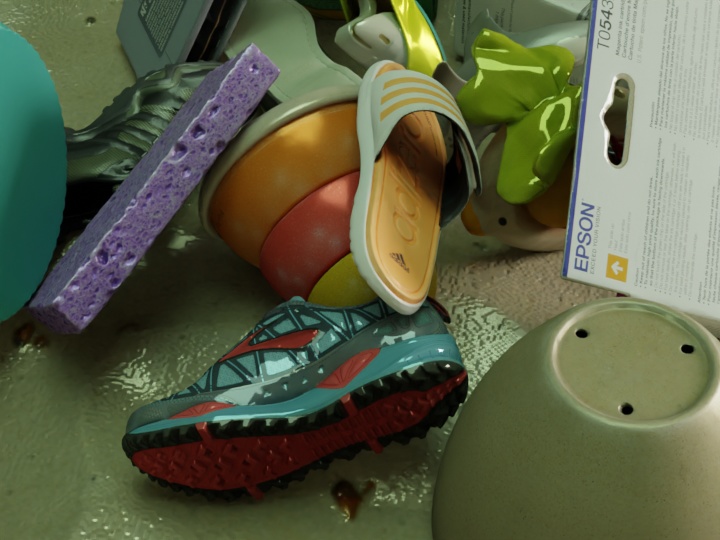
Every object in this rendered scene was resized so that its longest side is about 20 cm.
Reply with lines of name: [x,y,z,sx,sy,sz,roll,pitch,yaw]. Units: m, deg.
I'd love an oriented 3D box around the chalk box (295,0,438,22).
chalk box: [0.009,-0.278,1.218,0.197,0.125,0.125,2,60,5]

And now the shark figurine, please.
shark figurine: [0.115,-0.146,1.036,0.213,0.128,0.090,-25,50,8]

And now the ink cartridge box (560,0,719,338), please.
ink cartridge box: [0.203,-0.063,0.904,0.198,0.043,0.199,14,74,-18]

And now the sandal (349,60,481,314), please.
sandal: [0.040,-0.057,0.903,0.059,0.079,0.208,-32,32,27]

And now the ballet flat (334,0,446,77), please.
ballet flat: [0.002,-0.195,1.114,0.066,0.202,0.067,-10,14,47]

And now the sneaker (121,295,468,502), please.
sneaker: [-0.040,0.065,0.889,0.198,0.080,0.096,-15,48,2]

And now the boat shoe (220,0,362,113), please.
boat shoe: [-0.046,-0.136,1.133,0.072,0.061,0.202,-29,48,-12]

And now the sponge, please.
sponge: [-0.130,-0.047,0.961,0.030,0.111,0.201,40,76,-14]

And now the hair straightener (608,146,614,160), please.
hair straightener: [0.214,-0.075,1.079,0.198,0.041,0.077,19,64,28]

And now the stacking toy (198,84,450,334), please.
stacking toy: [0.000,0.000,0.968,0.145,0.147,0.201,-22,66,-21]

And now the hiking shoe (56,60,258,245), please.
hiking shoe: [-0.148,-0.070,1.066,0.198,0.076,0.101,-27,57,-13]

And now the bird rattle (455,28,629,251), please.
bird rattle: [0.145,-0.081,0.998,0.198,0.164,0.113,-3,50,-34]

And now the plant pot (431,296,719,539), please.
plant pot: [0.139,0.095,0.832,0.198,0.135,0.202,0,43,0]

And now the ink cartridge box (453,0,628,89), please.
ink cartridge box: [0.191,-0.194,1.172,0.199,0.085,0.145,27,50,26]

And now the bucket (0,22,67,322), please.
bucket: [-0.275,-0.061,0.939,0.133,0.209,0.208,5,43,16]

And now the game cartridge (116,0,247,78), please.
game cartridge: [-0.119,-0.230,1.146,0.041,0.201,0.134,12,33,-31]
